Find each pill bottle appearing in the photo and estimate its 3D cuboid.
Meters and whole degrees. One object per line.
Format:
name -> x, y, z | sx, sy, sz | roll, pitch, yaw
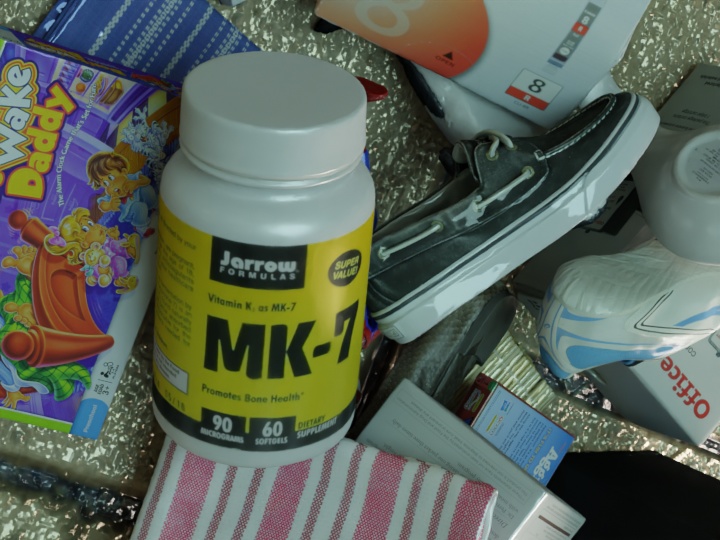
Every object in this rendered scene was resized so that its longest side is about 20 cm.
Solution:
pill bottle -> -0.052, -0.006, 1.104 | 0.114, 0.114, 0.201 | -11, 124, -26

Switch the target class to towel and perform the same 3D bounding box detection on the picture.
towel -> -0.036, 0.158, 1.138 | 0.030, 0.199, 0.147 | 38, 69, -69
towel -> -0.110, -0.078, 1.187 | 0.200, 0.024, 0.145 | 40, 79, -31

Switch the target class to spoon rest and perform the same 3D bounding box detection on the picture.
spoon rest -> 0.191, -0.073, 1.258 | 0.099, 0.200, 0.061 | -36, 143, -8

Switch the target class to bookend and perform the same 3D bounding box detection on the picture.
bookend -> 0.194, 0.233, 1.308 | 0.092, 0.200, 0.199 | 1, 99, -28

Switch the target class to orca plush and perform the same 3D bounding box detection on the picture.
orca plush -> 0.057, -0.092, 1.243 | 0.200, 0.071, 0.105 | 30, 65, -8

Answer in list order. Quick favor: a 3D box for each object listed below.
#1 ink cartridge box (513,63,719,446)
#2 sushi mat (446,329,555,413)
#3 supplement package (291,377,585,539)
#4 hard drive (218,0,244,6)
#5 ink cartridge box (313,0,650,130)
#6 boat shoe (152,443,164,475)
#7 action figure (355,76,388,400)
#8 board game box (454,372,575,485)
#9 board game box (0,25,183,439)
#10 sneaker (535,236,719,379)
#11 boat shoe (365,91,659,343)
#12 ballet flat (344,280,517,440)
ink cartridge box -> 0.217, -0.010, 1.336 | 0.200, 0.083, 0.147 | -49, 117, -10
sushi mat -> 0.035, 0.116, 1.306 | 0.200, 0.012, 0.096 | -46, 117, -12
supplement package -> 0.017, 0.181, 1.193 | 0.200, 0.109, 0.114 | -52, 157, -1
hard drive -> -0.016, -0.253, 1.194 | 0.200, 0.025, 0.132 | -29, 113, -20
ink cartridge box -> 0.085, -0.172, 1.127 | 0.162, 0.200, 0.050 | 25, 57, -10
boat shoe -> -0.100, 0.184, 1.216 | 0.070, 0.070, 0.201 | 5, 99, -30
action figure -> 0.000, 0.000, 1.206 | 0.065, 0.099, 0.201 | -13, 120, -24
board game box -> 0.054, 0.169, 1.301 | 0.103, 0.019, 0.200 | 35, 85, -47
board game box -> -0.174, -0.019, 1.126 | 0.134, 0.045, 0.200 | 16, 103, -28
sneaker -> 0.188, 0.017, 1.249 | 0.199, 0.072, 0.073 | -11, 137, -30
boat shoe -> 0.077, -0.044, 1.161 | 0.200, 0.072, 0.071 | -39, 103, -7
ballet flat -> 0.021, 0.083, 1.262 | 0.200, 0.046, 0.067 | -54, 157, -3
